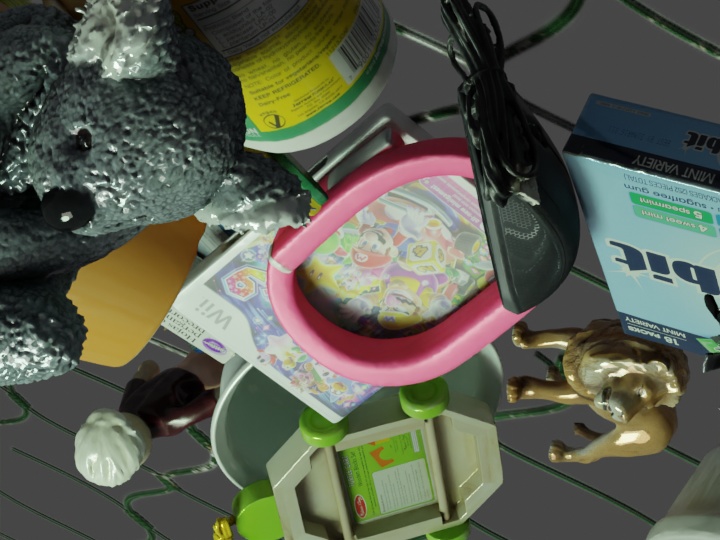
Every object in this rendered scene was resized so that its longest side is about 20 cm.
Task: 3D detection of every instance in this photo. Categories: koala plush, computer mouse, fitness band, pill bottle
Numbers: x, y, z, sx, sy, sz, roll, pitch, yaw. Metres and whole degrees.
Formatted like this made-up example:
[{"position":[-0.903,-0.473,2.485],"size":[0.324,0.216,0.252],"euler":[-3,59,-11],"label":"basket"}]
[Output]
[{"position":[-0.130,-0.066,1.197],"size":[0.200,0.184,0.177],"euler":[-14,119,45],"label":"koala plush"},{"position":[0.088,-0.050,1.304],"size":[0.053,0.139,0.200],"euler":[-13,146,1],"label":"computer mouse"},{"position":[0.032,-0.006,1.443],"size":[0.144,0.037,0.200],"euler":[37,125,-21],"label":"fitness band"},{"position":[-0.070,-0.159,1.240],"size":[0.113,0.113,0.200],"euler":[11,153,36],"label":"pill bottle"}]

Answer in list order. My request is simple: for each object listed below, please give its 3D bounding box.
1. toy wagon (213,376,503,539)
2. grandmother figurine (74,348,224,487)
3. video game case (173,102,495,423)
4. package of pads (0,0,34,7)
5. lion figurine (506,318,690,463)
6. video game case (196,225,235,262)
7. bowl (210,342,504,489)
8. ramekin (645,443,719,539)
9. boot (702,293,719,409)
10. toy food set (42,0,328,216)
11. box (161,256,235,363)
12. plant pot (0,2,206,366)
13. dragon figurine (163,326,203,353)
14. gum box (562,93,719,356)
[{"position":[-0.005,0.141,1.627],"size":[0.200,0.040,0.155],"euler":[-15,137,-4],"label":"toy wagon"},{"position":[-0.123,0.087,1.724],"size":[0.121,0.200,0.061],"euler":[-10,111,52],"label":"grandmother figurine"},{"position":[0.000,0.000,1.489],"size":[0.143,0.018,0.200],"euler":[37,122,-23],"label":"video game case"},{"position":[-0.297,-0.160,1.555],"size":[0.154,0.068,0.200],"euler":[42,155,-30],"label":"package of pads"},{"position":[0.168,0.081,1.573],"size":[0.122,0.073,0.200],"euler":[3,165,21],"label":"lion figurine"},{"position":[-0.170,-0.041,1.576],"size":[0.200,0.018,0.143],"euler":[-10,134,44],"label":"video game case"},{"position":[-0.011,0.065,1.641],"size":[0.201,0.090,0.201],"euler":[-10,136,-9],"label":"bowl"},{"position":[0.295,0.188,1.609],"size":[0.202,0.094,0.202],"euler":[23,157,11],"label":"ramekin"},{"position":[0.280,0.044,1.259],"size":[0.198,0.073,0.163],"euler":[-14,140,9],"label":"boot"},{"position":[-0.107,-0.100,1.406],"size":[0.198,0.049,0.200],"euler":[42,-176,-44],"label":"toy food set"},{"position":[-0.156,-0.013,1.549],"size":[0.200,0.041,0.039],"euler":[32,148,-10],"label":"box"},{"position":[-0.196,-0.037,1.424],"size":[0.183,0.200,0.200],"euler":[27,159,-17],"label":"plant pot"},{"position":[-0.120,0.018,1.702],"size":[0.059,0.100,0.200],"euler":[34,157,-14],"label":"dragon figurine"},{"position":[0.213,-0.008,1.338],"size":[0.170,0.045,0.200],"euler":[16,155,26],"label":"gum box"}]
